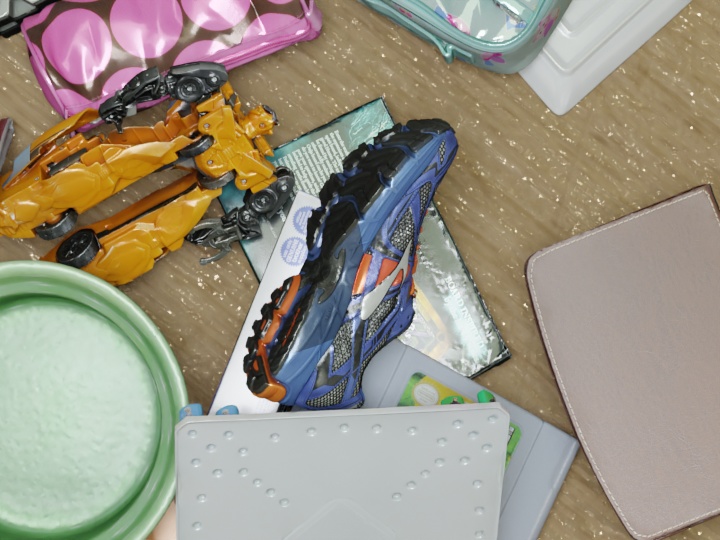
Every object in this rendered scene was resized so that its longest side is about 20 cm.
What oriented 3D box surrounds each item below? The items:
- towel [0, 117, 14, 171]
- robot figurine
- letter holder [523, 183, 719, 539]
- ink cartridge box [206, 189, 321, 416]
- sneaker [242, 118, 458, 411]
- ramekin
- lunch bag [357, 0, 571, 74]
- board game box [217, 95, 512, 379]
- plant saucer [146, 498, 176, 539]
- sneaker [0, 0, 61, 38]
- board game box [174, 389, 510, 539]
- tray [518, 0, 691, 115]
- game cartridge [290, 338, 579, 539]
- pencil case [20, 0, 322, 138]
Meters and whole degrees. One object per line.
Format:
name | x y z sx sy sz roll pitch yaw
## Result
towel | -0.326 -0.049 1.194 0.198 0.144 0.023 -14 112 0
robot figurine | -0.144 -0.060 1.207 0.199 0.058 0.145 -28 125 6
letter holder | 0.195 0.066 1.224 0.141 0.101 0.201 -21 85 -3
ink cartridge box | -0.056 0.053 1.190 0.044 0.094 0.201 21 86 3
sneaker | 0.004 -0.002 1.124 0.078 0.075 0.201 29 92 -28
ramekin | -0.203 0.095 1.165 0.198 0.098 0.202 0 89 -1
lunch bag | 0.063 -0.232 1.252 0.199 0.077 0.161 30 81 13
board game box | 0.000 0.000 1.257 0.135 0.028 0.201 -26 85 -3
plant saucer | -0.195 0.181 1.228 0.199 0.032 0.202 0 84 -2
sneaker | -0.201 -0.228 1.253 0.199 0.074 0.089 -23 87 -5
board game box | -0.015 0.161 1.140 0.198 0.026 0.201 -2 124 -8
tray | 0.178 -0.213 1.294 0.200 0.022 0.107 -42 86 -6
game cartridge | 0.041 0.130 1.202 0.199 0.040 0.134 29 86 -25
pencil case | -0.122 -0.160 1.244 0.199 0.091 0.094 -24 50 -3
